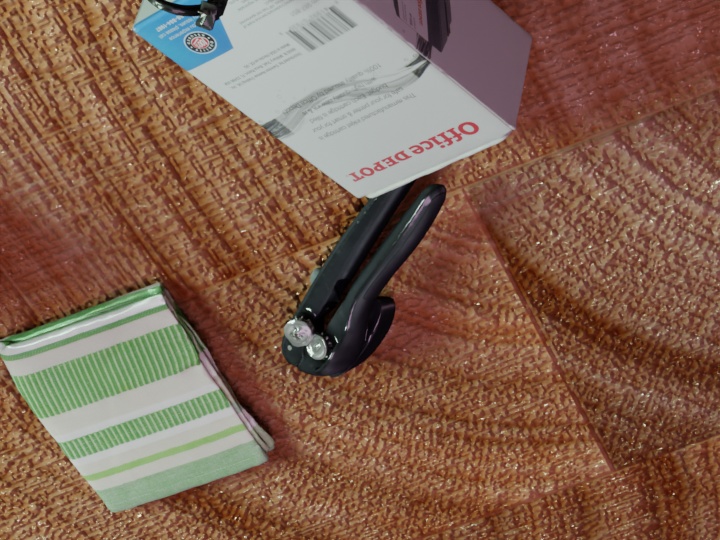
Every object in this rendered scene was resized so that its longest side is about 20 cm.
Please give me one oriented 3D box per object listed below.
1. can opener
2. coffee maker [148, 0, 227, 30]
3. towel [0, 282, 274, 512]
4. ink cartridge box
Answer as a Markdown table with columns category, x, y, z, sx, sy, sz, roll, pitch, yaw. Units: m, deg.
| category | x | y | z | sx | sy | sz | roll | pitch | yaw |
| --- | --- | --- | --- | --- | --- | --- | --- | --- | --- |
| can opener | 0.000 | 0.000 | 1.334 | 0.063 | 0.079 | 0.200 | 37 | 124 | 16 |
| coffee maker | -0.136 | -0.269 | 1.012 | 0.192 | 0.135 | 0.200 | 18 | 119 | -7 |
| towel | -0.172 | 0.101 | 1.422 | 0.152 | 0.023 | 0.200 | -19 | 130 | 12 |
| ink cartridge box | -0.014 | -0.146 | 1.138 | 0.200 | 0.084 | 0.145 | 36 | 142 | -30 |
